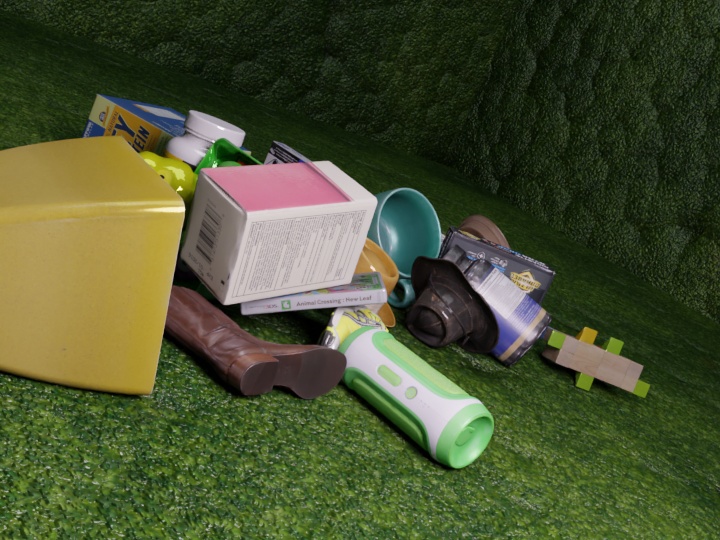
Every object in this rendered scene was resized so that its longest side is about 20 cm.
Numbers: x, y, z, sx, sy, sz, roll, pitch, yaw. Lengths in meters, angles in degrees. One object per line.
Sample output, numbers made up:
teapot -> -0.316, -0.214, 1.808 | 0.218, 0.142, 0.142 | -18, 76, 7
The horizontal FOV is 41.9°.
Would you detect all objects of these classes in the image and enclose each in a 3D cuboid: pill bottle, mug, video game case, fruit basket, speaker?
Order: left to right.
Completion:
pill bottle -> -0.238, -0.119, 1.338 | 0.112, 0.200, 0.112 | 21, 12, -5
fruit basket -> -0.216, -0.078, 1.223 | 0.215, 0.216, 0.155 | 9, 20, -47
video game case -> -0.059, 0.028, 1.248 | 0.181, 0.022, 0.200 | -5, 6, 0
mug -> 0.042, -0.043, 1.603 | 0.152, 0.185, 0.114 | 36, -28, -32
speaker -> 0.060, 0.144, 1.098 | 0.088, 0.089, 0.200 | 9, 20, -48
pill bottle -> 0.204, 0.053, 1.542 | 0.200, 0.112, 0.112 | 41, 15, 5

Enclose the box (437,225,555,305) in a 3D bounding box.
box -> 0.215, 0.032, 1.637 | 0.200, 0.159, 0.046 | 22, 14, -12

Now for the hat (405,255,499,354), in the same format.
hat -> 0.121, 0.072, 1.465 | 0.081, 0.201, 0.200 | -36, 48, -22

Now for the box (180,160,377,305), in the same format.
box -> -0.099, -0.051, 1.143 | 0.200, 0.128, 0.109 | -9, 39, -42

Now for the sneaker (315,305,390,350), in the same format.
sneaker -> -0.007, 0.086, 1.235 | 0.076, 0.076, 0.200 | 31, 18, 7

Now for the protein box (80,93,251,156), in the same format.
protein box -> -0.334, -0.188, 1.587 | 0.198, 0.135, 0.200 | 30, 14, 21

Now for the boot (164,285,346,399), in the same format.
boot -> -0.136, 0.076, 1.092 | 0.200, 0.064, 0.186 | 28, 11, 37

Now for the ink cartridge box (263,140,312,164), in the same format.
ink cartridge box -> -0.142, -0.205, 2.078 | 0.044, 0.094, 0.200 | 10, 19, -46

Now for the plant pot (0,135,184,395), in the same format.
plant pot -> -0.296, -0.011, 0.882 | 0.176, 0.201, 0.200 | 1, 24, -34

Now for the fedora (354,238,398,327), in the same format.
fedora -> 0.000, 0.000, 1.468 | 0.200, 0.082, 0.201 | 38, 14, -11

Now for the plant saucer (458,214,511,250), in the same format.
plant saucer -> 0.231, -0.007, 1.794 | 0.029, 0.201, 0.200 | -17, 32, -24

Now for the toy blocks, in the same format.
toy blocks -> 0.400, 0.153, 1.669 | 0.199, 0.100, 0.137 | 22, 2, -8

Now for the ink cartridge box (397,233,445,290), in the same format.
ink cartridge box -> 0.123, -0.017, 1.794 | 0.145, 0.085, 0.200 | 3, 21, -33
